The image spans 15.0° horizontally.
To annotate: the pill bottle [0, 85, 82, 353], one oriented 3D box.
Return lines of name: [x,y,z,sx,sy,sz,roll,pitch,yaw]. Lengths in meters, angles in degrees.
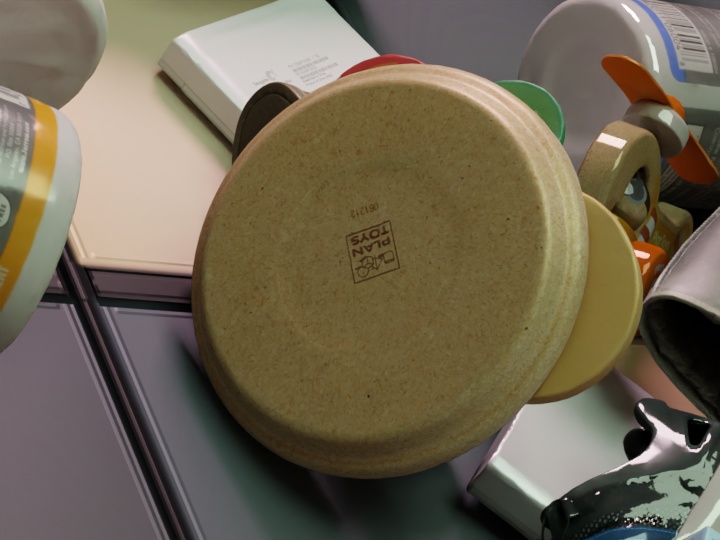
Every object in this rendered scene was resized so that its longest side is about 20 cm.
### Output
pill bottle: [-0.224,-0.045,1.116,0.200,0.116,0.116,21,38,-22]

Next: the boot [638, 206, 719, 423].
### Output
boot: [0.233,0.022,1.371,0.182,0.073,0.200,35,32,-4]

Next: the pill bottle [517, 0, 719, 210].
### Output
pill bottle: [0.195,-0.091,1.547,0.200,0.114,0.114,4,46,-39]

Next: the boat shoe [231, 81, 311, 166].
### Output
boat shoe: [0.000,0.000,1.314,0.068,0.072,0.200,4,56,-45]

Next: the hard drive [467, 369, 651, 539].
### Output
hard drive: [0.155,0.127,1.321,0.200,0.026,0.132,37,34,0]

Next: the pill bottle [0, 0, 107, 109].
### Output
pill bottle: [-0.193,-0.168,1.290,0.112,0.112,0.200,10,43,-34]

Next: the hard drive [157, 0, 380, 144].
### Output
hard drive: [0.004,-0.058,1.414,0.200,0.026,0.132,46,35,12]

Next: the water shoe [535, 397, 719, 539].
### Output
water shoe: [0.106,0.141,1.217,0.079,0.072,0.200,30,53,16]

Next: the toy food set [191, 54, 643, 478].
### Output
toy food set: [0.015,-0.004,1.232,0.198,0.200,0.049,62,13,26]

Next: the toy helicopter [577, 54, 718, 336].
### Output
toy helicopter: [0.141,-0.032,1.413,0.079,0.132,0.200,17,-1,19]

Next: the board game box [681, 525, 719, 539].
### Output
board game box: [0.126,0.221,1.072,0.105,0.103,0.200,30,58,-12]
